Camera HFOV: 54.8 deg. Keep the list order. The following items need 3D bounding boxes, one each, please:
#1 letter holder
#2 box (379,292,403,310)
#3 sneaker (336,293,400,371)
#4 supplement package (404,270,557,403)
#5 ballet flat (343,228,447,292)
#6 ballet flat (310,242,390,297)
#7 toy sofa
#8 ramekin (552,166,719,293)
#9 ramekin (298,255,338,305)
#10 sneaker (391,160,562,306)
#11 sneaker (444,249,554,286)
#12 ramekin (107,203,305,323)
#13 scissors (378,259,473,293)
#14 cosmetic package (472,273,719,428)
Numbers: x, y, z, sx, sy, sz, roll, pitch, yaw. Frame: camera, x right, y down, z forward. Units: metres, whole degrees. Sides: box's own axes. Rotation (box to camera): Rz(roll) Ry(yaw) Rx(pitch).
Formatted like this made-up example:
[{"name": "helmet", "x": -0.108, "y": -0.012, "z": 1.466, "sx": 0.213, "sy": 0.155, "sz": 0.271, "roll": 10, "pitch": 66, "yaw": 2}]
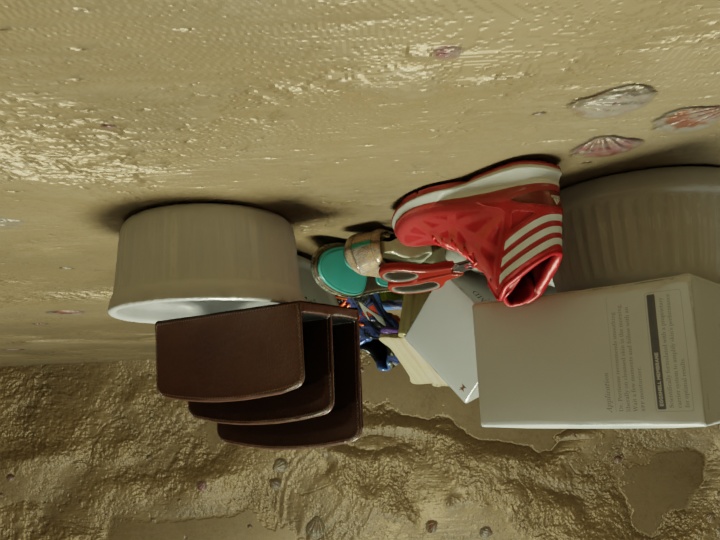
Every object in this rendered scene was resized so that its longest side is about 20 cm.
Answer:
[{"name": "letter holder", "x": -0.107, "y": 0.116, "z": 0.716, "sx": 0.200, "sy": 0.142, "sz": 0.101, "roll": -9, "pitch": 168, "yaw": 33}, {"name": "box", "x": -0.009, "y": 0.045, "z": 1.165, "sx": 0.200, "sy": 0.048, "sz": 0.122, "roll": -6, "pitch": 170, "yaw": 21}, {"name": "sneaker", "x": 0.002, "y": 0.075, "z": 1.055, "sx": 0.200, "sy": 0.079, "sz": 0.075, "roll": 42, "pitch": 137, "yaw": -15}, {"name": "supplement package", "x": 0.176, "y": 0.063, "z": 0.879, "sx": 0.200, "sy": 0.117, "sz": 0.117, "roll": -14, "pitch": 142, "yaw": -45}, {"name": "ballet flat", "x": 0.072, "y": -0.013, "z": 0.828, "sx": 0.200, "sy": 0.068, "sz": 0.067, "roll": 4, "pitch": 159, "yaw": -41}, {"name": "ballet flat", "x": 0.000, "y": 0.000, "z": 0.898, "sx": 0.200, "sy": 0.068, "sz": 0.075, "roll": 3, "pitch": -176, "yaw": -41}, {"name": "toy sofa", "x": 0.105, "y": 0.102, "z": 1.048, "sx": 0.097, "sy": 0.083, "sz": 0.200, "roll": -1, "pitch": 149, "yaw": 23}, {"name": "ramekin", "x": 0.284, "y": -0.024, "z": 0.699, "sx": 0.200, "sy": 0.105, "sz": 0.200, "roll": -3, "pitch": 170, "yaw": -1}, {"name": "ramekin", "x": -0.094, "y": 0.071, "z": 0.903, "sx": 0.094, "sy": 0.203, "sz": 0.202, "roll": -19, "pitch": 165, "yaw": 19}, {"name": "sneaker", "x": 0.100, "y": -0.020, "z": 0.639, "sx": 0.078, "sy": 0.116, "sz": 0.200, "roll": 4, "pitch": 166, "yaw": -31}, {"name": "sneaker", "x": 0.186, "y": -0.021, "z": 0.823, "sx": 0.200, "sy": 0.076, "sz": 0.092, "roll": 14, "pitch": 170, "yaw": -35}, {"name": "ramekin", "x": -0.158, "y": -0.002, "z": 0.728, "sx": 0.200, "sy": 0.098, "sz": 0.200, "roll": -3, "pitch": 170, "yaw": -1}, {"name": "scissors", "x": 0.111, "y": -0.003, "z": 0.749, "sx": 0.200, "sy": 0.014, "sz": 0.073, "roll": -11, "pitch": 150, "yaw": 29}, {"name": "cosmetic package", "x": 0.245, "y": 0.085, "z": 0.662, "sx": 0.200, "sy": 0.123, "sz": 0.199, "roll": -10, "pitch": 167, "yaw": 40}]
